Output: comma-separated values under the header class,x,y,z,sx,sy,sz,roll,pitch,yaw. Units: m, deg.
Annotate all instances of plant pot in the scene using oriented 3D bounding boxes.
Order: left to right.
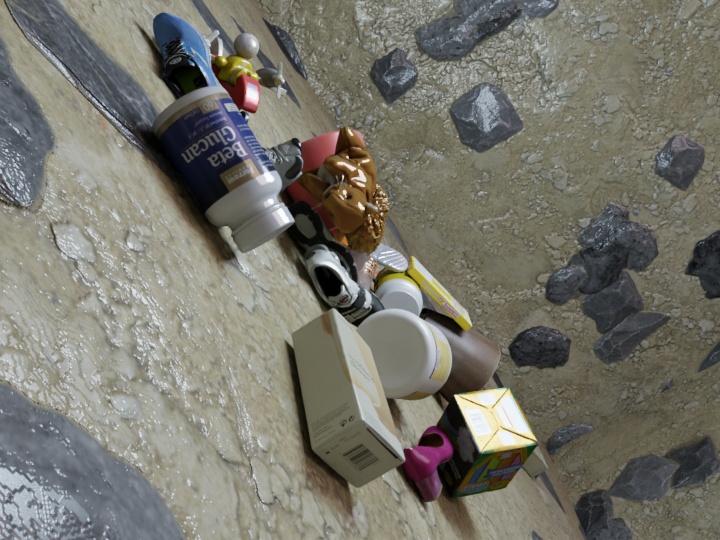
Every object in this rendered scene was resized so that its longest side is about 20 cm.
class,x,y,z,sx,sy,sz,roll,pitch,yaw
plant pot,-0.058,-0.165,1.398,0.200,0.200,0.178,10,59,-77
plant pot,0.201,0.187,1.646,0.200,0.187,0.187,41,14,-15

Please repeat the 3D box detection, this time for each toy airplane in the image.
class,x,y,z,sx,sy,sz,roll,pitch,yaw
toy airplane,-0.234,-0.372,1.235,0.199,0.141,0.200,39,25,-4

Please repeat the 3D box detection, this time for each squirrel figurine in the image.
class,x,y,z,sx,sy,sz,roll,pitch,yaw
squirrel figurine,-0.009,-0.121,1.219,0.200,0.141,0.187,45,16,-33

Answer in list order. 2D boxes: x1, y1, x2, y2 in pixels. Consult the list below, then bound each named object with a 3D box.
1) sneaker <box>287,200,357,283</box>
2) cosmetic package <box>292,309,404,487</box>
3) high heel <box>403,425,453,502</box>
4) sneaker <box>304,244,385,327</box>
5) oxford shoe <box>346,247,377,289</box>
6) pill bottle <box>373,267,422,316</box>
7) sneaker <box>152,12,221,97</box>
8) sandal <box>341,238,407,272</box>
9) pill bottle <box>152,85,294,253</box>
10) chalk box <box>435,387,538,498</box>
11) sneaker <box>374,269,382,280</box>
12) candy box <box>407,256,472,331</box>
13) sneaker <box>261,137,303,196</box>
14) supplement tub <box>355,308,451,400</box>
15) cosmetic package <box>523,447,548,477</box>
class,x,y,z,sx,sy,sz,roll,pitch,yaw
sneaker,-0.069,-0.043,1.275,0.200,0.077,0.089,59,1,-9
cosmetic package,-0.020,0.154,0.856,0.105,0.071,0.200,50,13,-37
high heel,0.109,0.285,1.129,0.200,0.067,0.096,-70,139,-73
sneaker,-0.028,0.049,1.195,0.200,0.074,0.089,45,13,-16
oxford shoe,0.000,0.000,1.457,0.071,0.073,0.200,52,12,-34
pill bottle,0.085,0.062,1.570,0.114,0.114,0.200,56,10,-11
sneaker,-0.279,-0.334,1.091,0.200,0.078,0.089,60,8,10
sandal,0.009,-0.040,1.588,0.206,0.059,0.079,31,42,5
pill bottle,-0.172,-0.127,0.888,0.200,0.111,0.111,58,10,-1
chalk box,0.209,0.325,1.238,0.200,0.124,0.125,109,-31,-42
sneaker,0.096,0.023,1.833,0.077,0.082,0.200,60,10,8
candy box,0.184,0.054,1.606,0.200,0.026,0.102,45,10,-9
sneaker,-0.162,-0.201,1.148,0.075,0.115,0.200,63,11,28
supplement tub,0.077,0.149,1.172,0.146,0.145,0.200,62,10,19
cosmetic package,0.577,0.631,2.383,0.200,0.071,0.105,49,14,-43
